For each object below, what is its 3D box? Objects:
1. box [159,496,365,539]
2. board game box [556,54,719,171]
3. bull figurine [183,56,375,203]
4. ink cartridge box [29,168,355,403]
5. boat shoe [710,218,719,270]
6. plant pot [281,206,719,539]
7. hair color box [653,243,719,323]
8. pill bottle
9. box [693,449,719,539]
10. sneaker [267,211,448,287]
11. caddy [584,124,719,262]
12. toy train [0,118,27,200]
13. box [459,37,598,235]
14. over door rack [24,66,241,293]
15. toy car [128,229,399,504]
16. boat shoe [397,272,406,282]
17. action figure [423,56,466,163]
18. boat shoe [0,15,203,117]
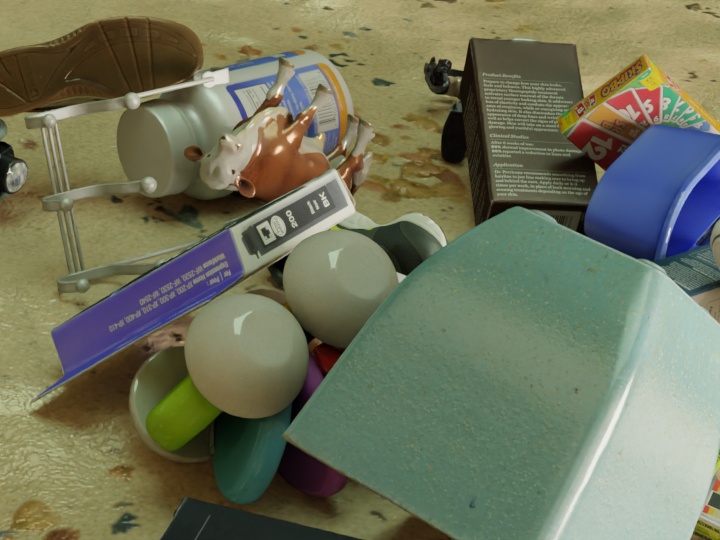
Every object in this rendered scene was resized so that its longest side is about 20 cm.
[{"bbox_3d":[-0.032,0.226,1.076,0.200,0.107,0.148,13,28,11],"label":"box"},{"bbox_3d":[0.268,-0.099,1.692,0.200,0.096,0.030,34,31,-36],"label":"board game box"},{"bbox_3d":[-0.060,-0.098,1.621,0.065,0.121,0.200,35,0,32],"label":"bull figurine"},{"bbox_3d":[-0.127,0.010,1.411,0.198,0.043,0.200,-29,4,36],"label":"ink cartridge box"},{"bbox_3d":[0.322,0.044,1.441,0.074,0.200,0.065,-26,24,47],"label":"boat shoe"},{"bbox_3d":[0.115,0.081,1.206,0.196,0.200,0.196,27,-5,35],"label":"plant pot"},{"bbox_3d":[0.228,0.048,1.486,0.200,0.100,0.061,-16,34,-37],"label":"hair color box"},{"bbox_3d":[-0.113,-0.125,1.738,0.200,0.112,0.112,-19,36,-39],"label":"pill bottle"},{"bbox_3d":[0.311,0.113,1.339,0.110,0.035,0.200,24,65,32],"label":"box"},{"bbox_3d":[0.000,0.000,1.555,0.085,0.075,0.200,-27,20,-30],"label":"sneaker"},{"bbox_3d":[0.263,-0.033,1.599,0.105,0.142,0.200,16,38,29],"label":"caddy"},{"bbox_3d":[-0.382,-0.094,1.662,0.200,0.085,0.114,21,43,23],"label":"toy train"},{"bbox_3d":[0.147,-0.111,1.735,0.100,0.075,0.200,3,52,-7],"label":"box"},{"bbox_3d":[-0.165,-0.076,1.582,0.200,0.148,0.067,-20,18,-40],"label":"over door rack"},{"bbox_3d":[-0.048,0.080,1.328,0.200,0.175,0.150,-35,88,-34],"label":"toy car"},{"bbox_3d":[0.058,0.054,1.481,0.200,0.072,0.071,14,59,-8],"label":"boat shoe"},{"bbox_3d":[0.124,-0.168,1.924,0.130,0.069,0.200,3,24,4],"label":"action figure"},{"bbox_3d":[-0.234,-0.169,1.678,0.200,0.072,0.072,-15,0,-7],"label":"boat shoe"}]
